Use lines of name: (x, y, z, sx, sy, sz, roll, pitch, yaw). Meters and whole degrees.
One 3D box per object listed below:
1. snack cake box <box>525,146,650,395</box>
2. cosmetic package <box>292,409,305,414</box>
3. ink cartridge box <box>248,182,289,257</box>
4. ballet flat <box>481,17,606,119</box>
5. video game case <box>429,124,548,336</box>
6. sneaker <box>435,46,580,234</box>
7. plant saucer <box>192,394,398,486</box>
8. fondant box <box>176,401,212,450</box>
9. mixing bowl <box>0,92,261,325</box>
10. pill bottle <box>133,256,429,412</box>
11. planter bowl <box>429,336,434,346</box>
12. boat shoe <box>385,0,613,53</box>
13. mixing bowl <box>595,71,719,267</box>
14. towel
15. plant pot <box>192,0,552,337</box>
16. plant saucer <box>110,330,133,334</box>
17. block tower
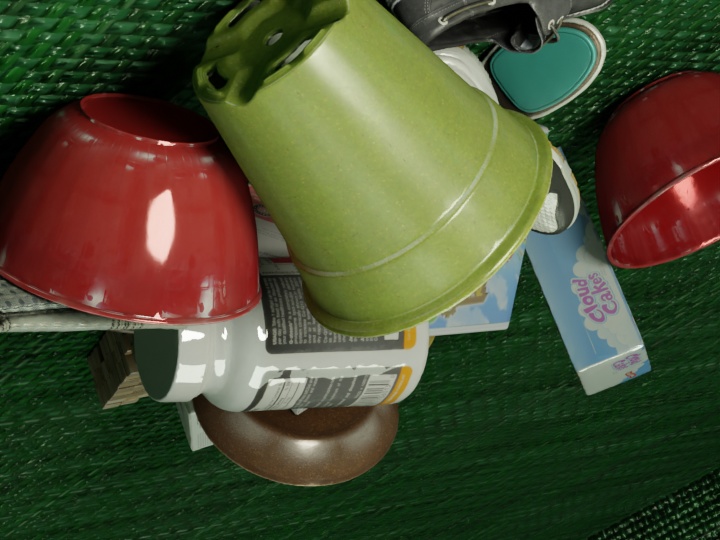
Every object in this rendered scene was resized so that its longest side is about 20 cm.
snack cake box: (0.193, 0.002, 1.887, 0.067, 0.200, 0.115, -22, 163, 3)
cosmetic package: (0.005, 0.052, 1.958, 0.200, 0.051, 0.083, -32, 159, -38)
ink cartridge box: (-0.068, -0.032, 1.641, 0.116, 0.068, 0.200, 18, 148, -18)
ballet flat: (0.120, -0.142, 1.615, 0.069, 0.070, 0.200, -3, 154, -45)
video game case: (0.071, -0.034, 1.733, 0.022, 0.182, 0.200, 22, -163, 41)
sneaker: (0.091, -0.078, 1.569, 0.076, 0.088, 0.200, -24, 127, 32)
plant saucer: (-0.058, 0.113, 1.968, 0.200, 0.201, 0.037, -12, 141, -27)
fondant box: (-0.089, 0.111, 2.137, 0.200, 0.058, 0.144, -17, 163, -10)
mixing bowl: (-0.153, -0.053, 1.404, 0.200, 0.200, 0.109, -4, 116, -43)
pill bottle: (-0.059, 0.046, 1.548, 0.200, 0.117, 0.116, 0, 155, -26)
planter bowl: (0.000, 0.000, 1.784, 0.083, 0.201, 0.200, 16, -178, 30)
boat shoe: (0.108, -0.181, 1.459, 0.200, 0.066, 0.070, -6, 157, -39)
mixing bowl: (0.278, -0.099, 1.798, 0.200, 0.109, 0.200, -23, 159, -10)
towel: (-0.222, -0.007, 1.441, 0.200, 0.192, 0.035, -5, 117, -43)
plant pot: (-0.007, -0.092, 1.361, 0.200, 0.200, 0.190, -27, 126, 19)
plant saucer: (-0.189, 0.015, 1.625, 0.200, 0.032, 0.200, 7, 163, 2)
block tower: (-0.188, 0.060, 1.871, 0.054, 0.058, 0.200, -11, 162, -29)
